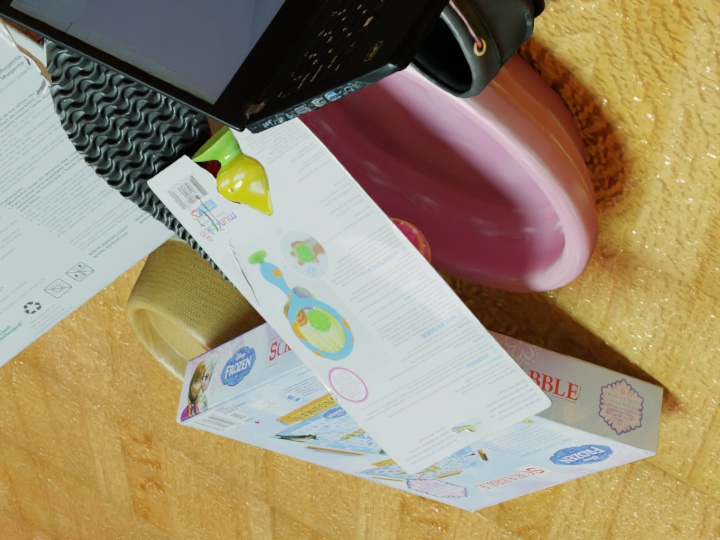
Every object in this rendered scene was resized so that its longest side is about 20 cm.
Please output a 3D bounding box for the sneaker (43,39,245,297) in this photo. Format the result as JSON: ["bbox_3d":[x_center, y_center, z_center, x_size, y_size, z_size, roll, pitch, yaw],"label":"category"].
[{"bbox_3d":[-0.088,-0.066,1.363,0.200,0.070,0.093,45,-169,-21],"label":"sneaker"}]

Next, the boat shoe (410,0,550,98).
[{"bbox_3d":[-0.010,-0.153,1.116,0.201,0.063,0.074,40,161,-13],"label":"boat shoe"}]

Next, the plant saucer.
[{"bbox_3d":[0.029,-0.068,1.263,0.200,0.051,0.201,28,159,11],"label":"plant saucer"}]

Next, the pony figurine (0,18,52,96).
[{"bbox_3d":[-0.228,-0.164,1.248,0.193,0.199,0.167,51,-163,-27],"label":"pony figurine"}]

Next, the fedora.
[{"bbox_3d":[-0.073,0.030,1.589,0.200,0.082,0.201,29,160,11],"label":"fedora"}]

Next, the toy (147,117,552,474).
[{"bbox_3d":[0.000,0.000,1.305,0.200,0.047,0.115,45,139,-13],"label":"toy"}]

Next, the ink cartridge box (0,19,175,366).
[{"bbox_3d":[-0.193,-0.046,1.417,0.200,0.196,0.043,33,-151,-45],"label":"ink cartridge box"}]

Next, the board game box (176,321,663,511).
[{"bbox_3d":[0.029,0.074,1.474,0.199,0.041,0.200,19,159,-24],"label":"board game box"}]

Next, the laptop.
[{"bbox_3d":[-0.020,-0.150,0.966,0.103,0.178,0.200,38,160,-16],"label":"laptop"}]
